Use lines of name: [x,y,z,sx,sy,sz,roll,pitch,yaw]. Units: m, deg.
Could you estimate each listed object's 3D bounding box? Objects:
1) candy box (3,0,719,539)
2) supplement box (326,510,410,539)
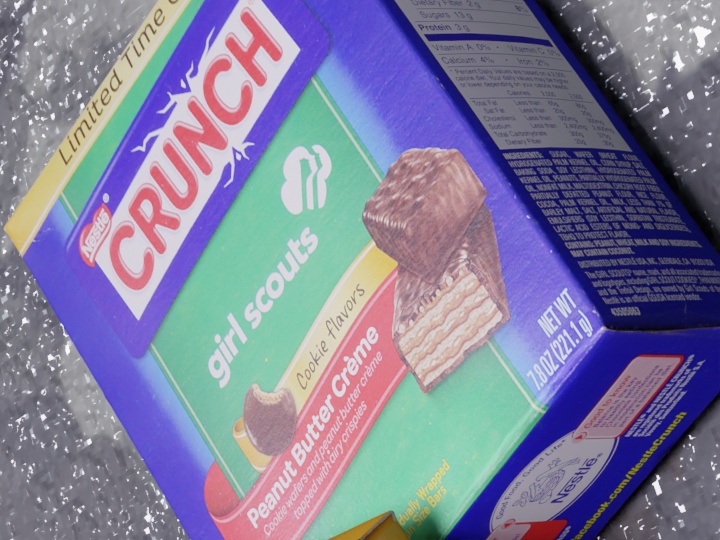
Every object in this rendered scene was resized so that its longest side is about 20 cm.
candy box: [0.000,0.000,0.893,0.169,0.077,0.200,-53,54,30]
supplement box: [-0.029,0.210,0.785,0.133,0.197,0.201,-28,98,40]
